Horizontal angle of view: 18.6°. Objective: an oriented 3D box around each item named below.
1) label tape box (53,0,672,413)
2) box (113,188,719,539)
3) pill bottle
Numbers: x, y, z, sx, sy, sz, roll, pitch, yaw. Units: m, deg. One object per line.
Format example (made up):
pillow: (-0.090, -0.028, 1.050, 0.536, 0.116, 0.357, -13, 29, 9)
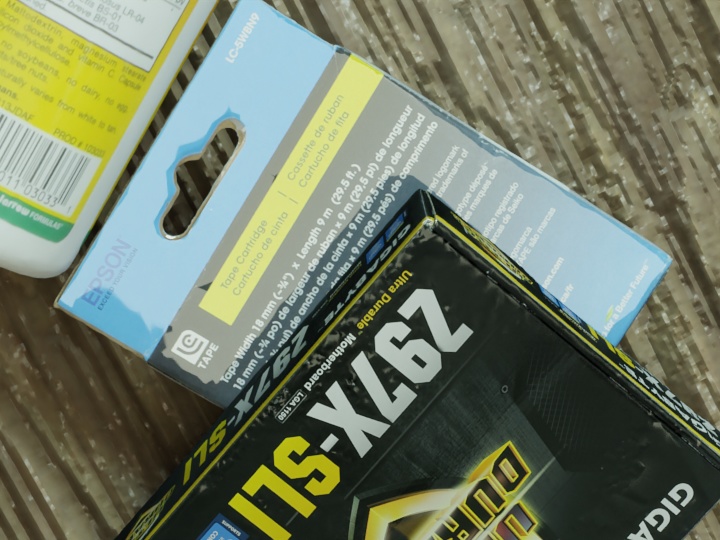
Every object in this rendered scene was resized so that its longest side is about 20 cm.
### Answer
label tape box: (0.000, 0.000, 0.872, 0.199, 0.063, 0.145, 32, 95, -11)
box: (0.020, 0.094, 0.836, 0.159, 0.049, 0.200, 39, 102, -12)
pill bottle: (-0.111, -0.109, 0.817, 0.112, 0.113, 0.201, 29, 94, -11)
